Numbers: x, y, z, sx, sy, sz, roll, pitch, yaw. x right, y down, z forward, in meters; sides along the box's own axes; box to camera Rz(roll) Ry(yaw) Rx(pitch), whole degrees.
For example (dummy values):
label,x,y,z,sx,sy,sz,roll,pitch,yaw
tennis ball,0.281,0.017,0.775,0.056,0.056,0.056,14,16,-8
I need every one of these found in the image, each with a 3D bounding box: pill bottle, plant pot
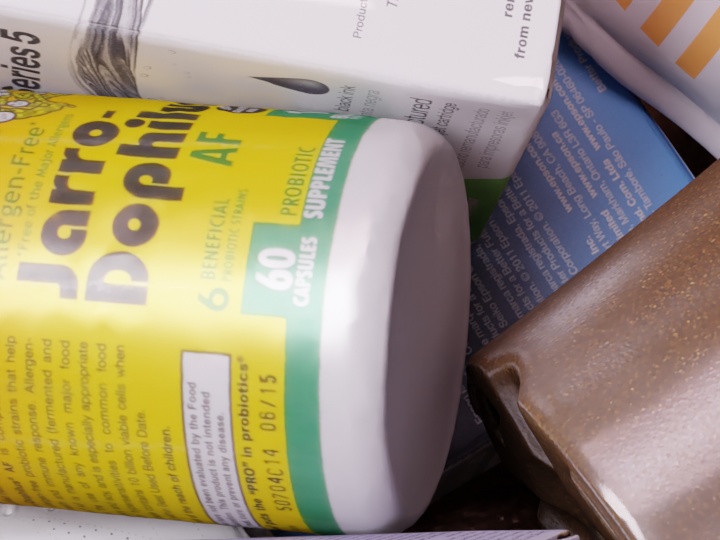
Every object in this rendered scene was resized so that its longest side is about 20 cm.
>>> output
label,x,y,z,sx,sy,sz,roll,pitch,yaw
pill bottle,-0.078,0.008,0.798,0.200,0.113,0.113,5,51,14
plant pot,0.150,0.033,0.833,0.198,0.200,0.200,-34,50,-6

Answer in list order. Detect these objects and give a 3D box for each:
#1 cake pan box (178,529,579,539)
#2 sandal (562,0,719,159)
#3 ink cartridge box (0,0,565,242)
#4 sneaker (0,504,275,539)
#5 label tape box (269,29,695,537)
label,x,y,z,sx,sy,sz,roll,pitch,yaw
cake pan box,-0.065,0.097,0.686,0.184,0.200,0.052,-6,91,24
sandal,0.127,-0.074,0.931,0.207,0.059,0.079,43,39,-9
ink cartridge box,-0.049,-0.080,0.837,0.200,0.146,0.084,10,75,-3
sneaker,-0.077,0.081,0.846,0.200,0.075,0.089,19,95,2
label tape box,0.000,0.000,0.930,0.200,0.066,0.143,-30,80,-12
